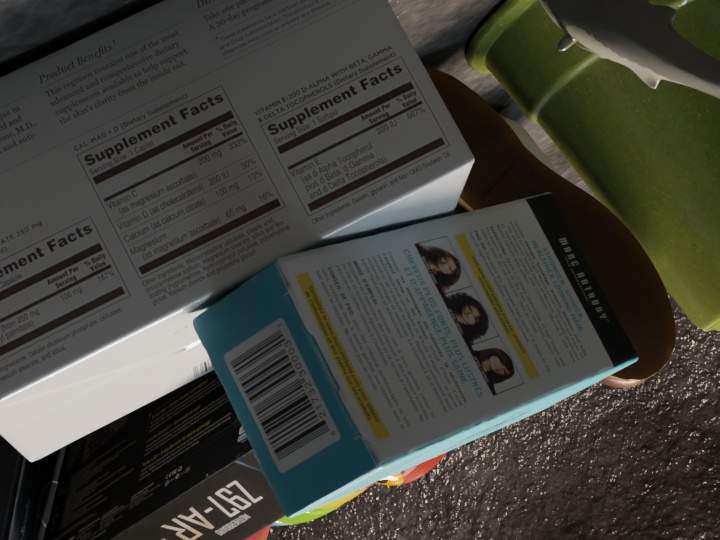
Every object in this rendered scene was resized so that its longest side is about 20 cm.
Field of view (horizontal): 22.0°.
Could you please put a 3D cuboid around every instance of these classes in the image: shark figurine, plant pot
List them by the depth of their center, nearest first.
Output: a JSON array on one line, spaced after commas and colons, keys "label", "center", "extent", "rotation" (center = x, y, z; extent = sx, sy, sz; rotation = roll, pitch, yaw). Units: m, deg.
[{"label": "shark figurine", "center": [0.112, -0.128, 0.756], "extent": [0.128, 0.215, 0.090], "rotation": [6, 116, -20]}, {"label": "plant pot", "center": [0.186, -0.076, 0.961], "extent": [0.200, 0.190, 0.200], "rotation": [-27, 172, -4]}]

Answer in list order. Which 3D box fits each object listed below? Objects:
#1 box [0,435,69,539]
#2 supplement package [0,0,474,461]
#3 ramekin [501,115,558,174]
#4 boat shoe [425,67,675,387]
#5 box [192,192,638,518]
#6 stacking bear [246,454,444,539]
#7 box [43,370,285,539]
[{"label": "box", "center": [-0.199, 0.155, 0.962], "extent": [0.107, 0.149, 0.200], "rotation": [0, 146, 8]}, {"label": "supplement package", "center": [-0.074, -0.026, 0.734], "extent": [0.200, 0.111, 0.156], "rotation": [-26, 170, -8]}, {"label": "ramekin", "center": [0.043, -0.014, 1.155], "extent": [0.200, 0.105, 0.200], "rotation": [-26, 170, -5]}, {"label": "boat shoe", "center": [0.082, -0.019, 0.954], "extent": [0.070, 0.200, 0.070], "rotation": [-36, 170, -18]}, {"label": "box", "center": [0.028, 0.027, 0.718], "extent": [0.049, 0.082, 0.200], "rotation": [-33, 169, 34]}, {"label": "stacking bear", "center": [-0.028, 0.090, 1.047], "extent": [0.200, 0.121, 0.114], "rotation": [-19, -139, 40]}, {"label": "box", "center": [-0.070, 0.060, 0.886], "extent": [0.200, 0.043, 0.161], "rotation": [-35, -147, 35]}]
